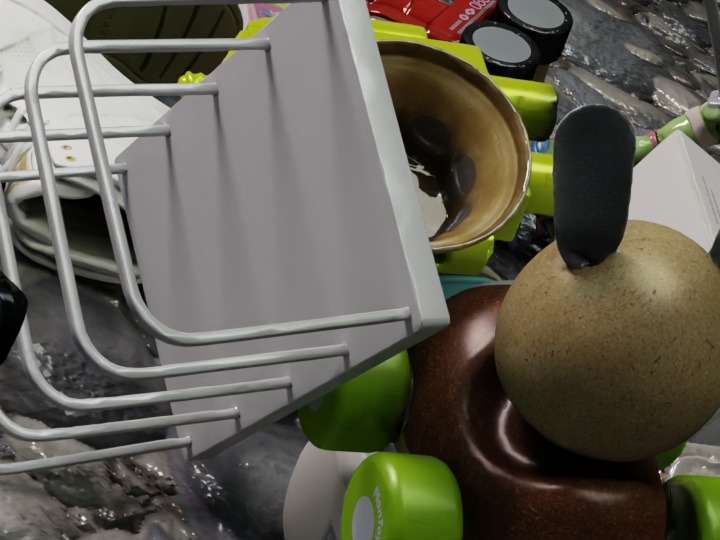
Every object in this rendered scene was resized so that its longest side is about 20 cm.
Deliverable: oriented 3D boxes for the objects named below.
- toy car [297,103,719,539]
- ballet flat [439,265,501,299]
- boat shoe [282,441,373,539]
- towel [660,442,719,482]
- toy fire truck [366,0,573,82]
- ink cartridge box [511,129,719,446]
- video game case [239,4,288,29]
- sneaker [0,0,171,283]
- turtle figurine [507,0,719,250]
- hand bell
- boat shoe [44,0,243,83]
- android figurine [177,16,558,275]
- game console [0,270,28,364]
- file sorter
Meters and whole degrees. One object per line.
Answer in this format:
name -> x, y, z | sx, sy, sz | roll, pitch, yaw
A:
toy car -> 0.089, 0.021, 0.841 | 0.163, 0.201, 0.158 | 6, 37, -22
ballet flat -> -0.016, 0.011, 1.082 | 0.199, 0.070, 0.070 | 10, 35, -39
boat shoe -> 0.018, 0.144, 0.895 | 0.068, 0.072, 0.200 | 17, 22, -23
towel -> 0.196, 0.173, 0.982 | 0.132, 0.034, 0.201 | 8, 58, -30
toy fire truck -> 0.002, -0.135, 1.248 | 0.199, 0.129, 0.176 | 28, 38, 13
ink cartridge box -> 0.191, 0.056, 1.106 | 0.200, 0.128, 0.126 | 37, 24, -23
video game case -> 0.012, -0.135, 1.374 | 0.199, 0.022, 0.183 | 21, 30, -19
sneaker -> -0.160, -0.070, 1.043 | 0.199, 0.074, 0.116 | 31, 25, -5
turtle figurine -> 0.185, -0.022, 1.222 | 0.193, 0.200, 0.144 | 33, 42, -16
hand bell -> 0.000, 0.000, 0.971 | 0.103, 0.200, 0.105 | 6, 57, -10
boat shoe -> -0.143, -0.146, 1.179 | 0.068, 0.075, 0.199 | 38, 18, 30
android figurine -> 0.009, -0.069, 1.083 | 0.199, 0.041, 0.183 | 4, 42, -19
game console -> -0.195, 0.055, 0.672 | 0.118, 0.201, 0.170 | 40, 29, 18
file sorter -> -0.083, -0.010, 0.848 | 0.124, 0.200, 0.140 | -6, 75, -32
